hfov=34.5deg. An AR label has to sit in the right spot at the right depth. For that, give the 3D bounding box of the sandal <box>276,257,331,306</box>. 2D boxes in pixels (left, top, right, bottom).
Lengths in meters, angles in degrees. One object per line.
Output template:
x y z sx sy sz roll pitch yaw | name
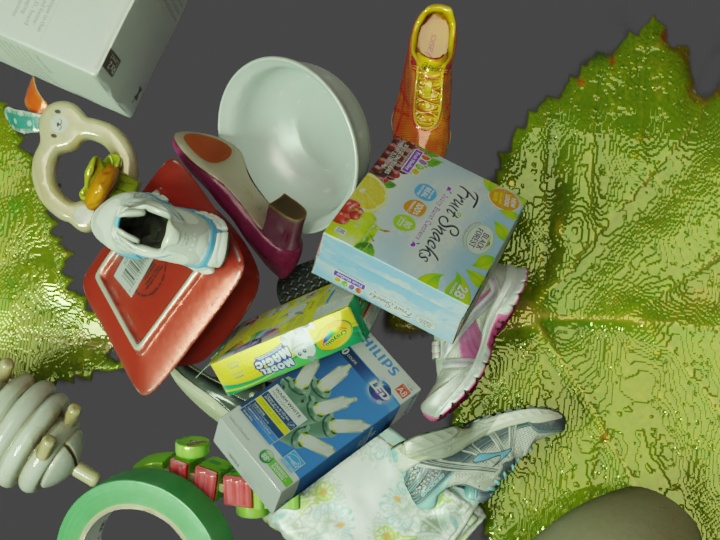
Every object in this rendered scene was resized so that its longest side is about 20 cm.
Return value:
0.000 0.000 1.324 0.199 0.045 0.076 -17 76 16 | sandal

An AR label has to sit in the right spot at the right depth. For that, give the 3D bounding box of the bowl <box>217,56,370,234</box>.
-0.058 -0.149 1.299 0.200 0.090 0.203 17 120 33 | bowl

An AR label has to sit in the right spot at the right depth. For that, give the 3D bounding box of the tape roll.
-0.232 0.318 1.254 0.199 0.048 0.202 2 98 17 | tape roll

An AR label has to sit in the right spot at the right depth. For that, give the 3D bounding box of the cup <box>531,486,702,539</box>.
0.277 0.310 1.200 0.200 0.201 0.143 40 59 8 | cup

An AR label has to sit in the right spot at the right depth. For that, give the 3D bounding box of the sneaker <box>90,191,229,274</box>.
-0.225 -0.048 1.180 0.199 0.086 0.076 9 87 43 | sneaker

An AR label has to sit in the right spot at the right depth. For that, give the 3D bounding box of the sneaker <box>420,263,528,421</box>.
0.109 0.071 1.289 0.088 0.081 0.201 26 76 8 | sneaker

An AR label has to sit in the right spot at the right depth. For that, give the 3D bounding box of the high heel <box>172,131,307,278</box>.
-0.145 -0.074 1.301 0.200 0.097 0.067 40 45 24 | high heel

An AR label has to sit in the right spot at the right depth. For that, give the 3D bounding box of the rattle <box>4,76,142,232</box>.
-0.348 -0.144 1.317 0.130 0.143 0.201 -34 87 17 | rattle

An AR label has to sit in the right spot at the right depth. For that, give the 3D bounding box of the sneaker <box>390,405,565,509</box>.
0.134 0.203 1.253 0.198 0.078 0.087 -14 81 -15 | sneaker

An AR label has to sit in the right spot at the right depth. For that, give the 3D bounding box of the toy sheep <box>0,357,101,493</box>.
-0.372 0.177 1.275 0.199 0.138 0.138 37 86 2 | toy sheep

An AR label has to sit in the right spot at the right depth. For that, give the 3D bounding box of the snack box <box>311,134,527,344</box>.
0.067 -0.038 1.235 0.168 0.068 0.200 27 45 8 | snack box

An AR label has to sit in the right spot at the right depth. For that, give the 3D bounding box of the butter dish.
-0.183 0.014 1.282 0.200 0.147 0.200 -51 53 18 | butter dish

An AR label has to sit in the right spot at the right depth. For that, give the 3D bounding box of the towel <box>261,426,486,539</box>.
0.016 0.266 1.279 0.200 0.048 0.172 38 85 8 | towel

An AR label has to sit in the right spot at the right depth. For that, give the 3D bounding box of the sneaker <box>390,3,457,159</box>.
0.072 -0.206 1.326 0.072 0.077 0.202 3 85 3 | sneaker

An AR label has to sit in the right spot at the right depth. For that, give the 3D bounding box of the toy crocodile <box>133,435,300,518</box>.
-0.156 0.230 1.268 0.198 0.062 0.068 9 102 22 | toy crocodile

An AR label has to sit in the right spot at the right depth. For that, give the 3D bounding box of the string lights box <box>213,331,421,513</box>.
-0.044 0.153 1.224 0.199 0.059 0.103 -33 70 -30 | string lights box

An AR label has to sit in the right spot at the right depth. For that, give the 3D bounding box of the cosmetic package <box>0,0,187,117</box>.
-0.331 -0.303 1.320 0.199 0.165 0.166 24 84 6 | cosmetic package

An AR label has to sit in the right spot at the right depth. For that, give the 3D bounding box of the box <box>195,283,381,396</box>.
-0.076 0.070 1.253 0.199 0.117 0.049 -21 104 20 | box

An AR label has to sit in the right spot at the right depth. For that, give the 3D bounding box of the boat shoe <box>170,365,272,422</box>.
-0.126 0.150 1.293 0.199 0.072 0.068 27 69 20 | boat shoe
